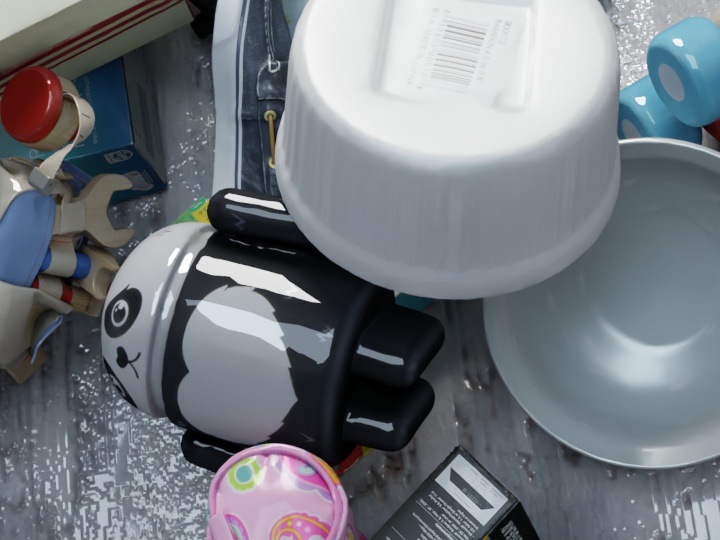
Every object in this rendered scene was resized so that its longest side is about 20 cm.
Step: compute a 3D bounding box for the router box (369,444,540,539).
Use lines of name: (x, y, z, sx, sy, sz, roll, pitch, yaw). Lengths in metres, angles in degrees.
router box: (0.037, 0.192, 1.031, 0.149, 0.200, 0.051, -46, 67, -6)

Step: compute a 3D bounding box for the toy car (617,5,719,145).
toy car: (0.290, -0.083, 1.105, 0.183, 0.177, 0.201, -30, 80, -13)

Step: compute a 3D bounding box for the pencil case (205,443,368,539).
pencil case: (-0.033, 0.170, 1.054, 0.087, 0.200, 0.088, -3, 65, 8)

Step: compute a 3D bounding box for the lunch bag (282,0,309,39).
lunch bag: (0.021, -0.178, 1.165, 0.199, 0.082, 0.162, 25, 92, 23)

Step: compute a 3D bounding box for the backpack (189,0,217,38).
backpack: (-0.120, -0.284, 1.270, 0.200, 0.127, 0.167, 39, 85, 24)

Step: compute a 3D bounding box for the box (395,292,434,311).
box: (0.000, 0.000, 1.186, 0.200, 0.049, 0.082, -38, 68, -3)

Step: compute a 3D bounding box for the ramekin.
ramekin: (0.050, -0.093, 1.001, 0.198, 0.098, 0.202, 0, 52, 0)

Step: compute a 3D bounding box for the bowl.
bowl: (0.179, 0.012, 1.106, 0.199, 0.090, 0.203, 3, 103, 13)

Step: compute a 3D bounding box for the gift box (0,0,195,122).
gift box: (-0.221, -0.194, 1.142, 0.186, 0.200, 0.186, -26, 80, -3)

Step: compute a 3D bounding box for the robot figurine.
robot figurine: (-0.055, 0.044, 1.060, 0.198, 0.125, 0.151, 15, 75, 14)

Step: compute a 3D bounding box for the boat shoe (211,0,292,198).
boat shoe: (-0.041, -0.100, 1.116, 0.090, 0.071, 0.202, 4, 103, 9)

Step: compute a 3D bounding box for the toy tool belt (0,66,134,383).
toy tool belt: (-0.204, -0.023, 1.130, 0.125, 0.123, 0.201, 34, 100, 34)

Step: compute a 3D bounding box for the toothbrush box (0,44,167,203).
toothbrush box: (-0.247, -0.112, 1.256, 0.198, 0.085, 0.148, -13, 68, 8)

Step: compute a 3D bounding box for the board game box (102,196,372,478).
board game box: (-0.074, 0.055, 1.143, 0.095, 0.030, 0.200, -40, 71, -4)
